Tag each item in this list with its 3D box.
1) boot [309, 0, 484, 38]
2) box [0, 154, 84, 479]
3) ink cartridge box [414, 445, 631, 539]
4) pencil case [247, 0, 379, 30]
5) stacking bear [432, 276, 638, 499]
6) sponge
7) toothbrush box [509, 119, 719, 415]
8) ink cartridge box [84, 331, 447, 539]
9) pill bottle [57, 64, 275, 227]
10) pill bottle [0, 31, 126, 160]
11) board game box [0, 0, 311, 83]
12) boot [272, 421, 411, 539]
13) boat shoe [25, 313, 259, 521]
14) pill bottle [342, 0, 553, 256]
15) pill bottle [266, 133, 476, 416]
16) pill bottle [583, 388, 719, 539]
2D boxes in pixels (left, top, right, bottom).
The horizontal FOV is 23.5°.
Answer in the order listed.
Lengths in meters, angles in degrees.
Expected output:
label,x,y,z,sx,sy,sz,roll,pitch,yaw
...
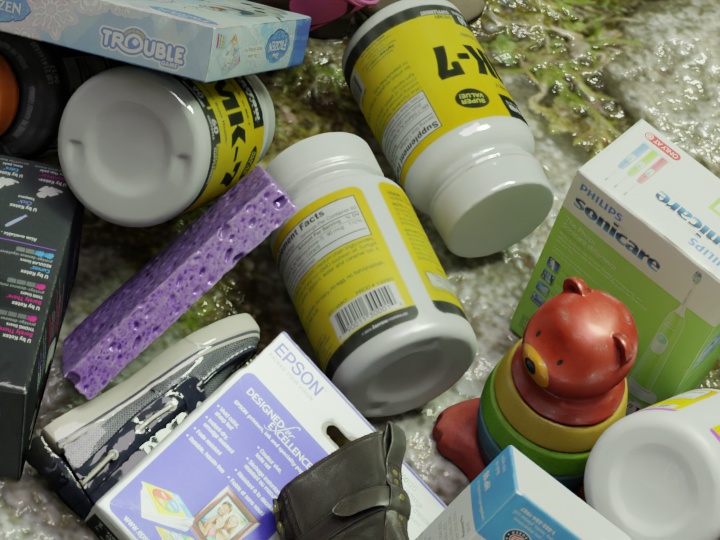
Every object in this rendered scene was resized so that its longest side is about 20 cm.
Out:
label,x,y,z,sx,sy,sz,roll,pitch,yaw
boot,0.032,-0.270,1.518,0.199,0.146,0.070,-12,55,-21
box,-0.269,0.028,1.241,0.106,0.122,0.201,11,51,-5
ink cartridge box,0.075,0.227,1.144,0.116,0.200,0.067,38,17,-16
pencil case,-0.086,-0.226,1.436,0.199,0.094,0.091,-18,65,24
stacking bear,0.140,0.089,1.241,0.113,0.200,0.122,-15,58,-22
sponge,-0.133,0.005,1.249,0.200,0.112,0.030,-43,104,0
toothbrush box,0.215,0.011,1.318,0.146,0.200,0.086,40,56,18
ink cartridge box,-0.055,0.176,1.198,0.198,0.043,0.200,47,56,0
pill bottle,-0.137,-0.103,1.294,0.114,0.115,0.200,27,16,8
pill bottle,-0.244,-0.140,1.330,0.106,0.106,0.200,39,23,16
board game box,-0.162,-0.185,1.268,0.199,0.044,0.199,16,14,15
boot,-0.025,0.212,1.114,0.069,0.200,0.174,37,20,-42
boat shoe,-0.135,0.115,1.249,0.200,0.075,0.093,-33,76,-26
pill bottle,0.073,-0.117,1.425,0.114,0.114,0.200,-14,59,-22
pill bottle,0.000,0.000,1.321,0.114,0.114,0.200,-12,57,-21
pill bottle,0.238,0.141,1.240,0.104,0.104,0.200,43,20,19
